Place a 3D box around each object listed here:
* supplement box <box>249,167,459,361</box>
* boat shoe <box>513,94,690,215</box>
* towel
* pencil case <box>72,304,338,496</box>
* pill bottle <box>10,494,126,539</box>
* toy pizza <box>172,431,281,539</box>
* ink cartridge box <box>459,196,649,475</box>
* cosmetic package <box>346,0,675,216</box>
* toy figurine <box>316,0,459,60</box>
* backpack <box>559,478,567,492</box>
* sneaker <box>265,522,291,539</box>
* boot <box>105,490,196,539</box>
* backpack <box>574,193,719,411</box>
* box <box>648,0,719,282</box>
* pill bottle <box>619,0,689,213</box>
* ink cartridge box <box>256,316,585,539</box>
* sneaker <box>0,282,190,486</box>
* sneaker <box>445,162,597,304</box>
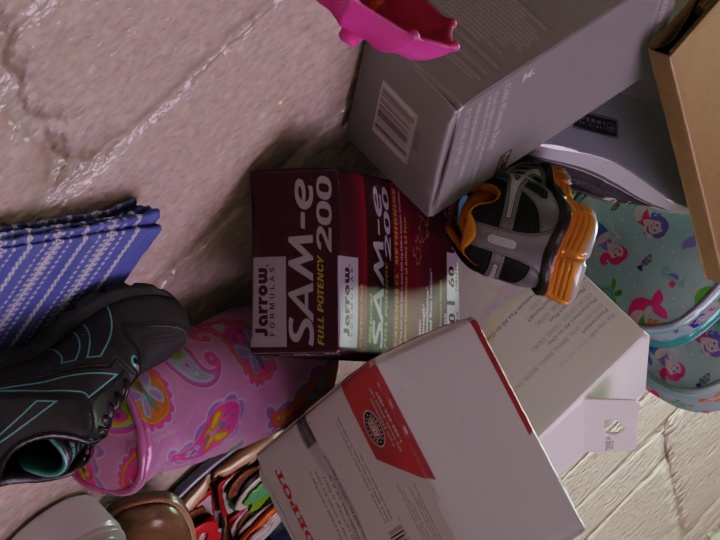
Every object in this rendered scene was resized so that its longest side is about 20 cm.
[{"bbox_3d":[0.000,0.000,1.386,0.200,0.060,0.110,6,82,-66],"label":"supplement box"},{"bbox_3d":[0.154,-0.077,1.502,0.199,0.070,0.066,13,159,-25],"label":"boat shoe"},{"bbox_3d":[-0.199,0.026,1.178,0.200,0.024,0.145,-11,144,-56],"label":"towel"},{"bbox_3d":[-0.100,0.074,1.382,0.199,0.087,0.088,-20,149,-49],"label":"pencil case"},{"bbox_3d":[-0.143,0.247,1.451,0.114,0.200,0.114,-38,160,-17],"label":"pill bottle"},{"bbox_3d":[-0.101,0.188,1.675,0.200,0.032,0.201,-39,159,-18],"label":"toy pizza"},{"bbox_3d":[0.105,0.057,1.581,0.125,0.200,0.129,-42,160,-10],"label":"ink cartridge box"},{"bbox_3d":[0.093,-0.132,1.358,0.199,0.090,0.107,-32,154,-27],"label":"cosmetic package"},{"bbox_3d":[0.053,-0.190,1.134,0.183,0.150,0.201,-31,136,-12],"label":"toy figurine"},{"bbox_3d":[0.047,0.179,1.734,0.151,0.177,0.200,-53,168,16],"label":"backpack"},{"bbox_3d":[-0.083,0.272,1.834,0.089,0.079,0.201,-16,138,-42],"label":"sneaker"},{"bbox_3d":[-0.146,0.228,1.566,0.073,0.076,0.201,-5,139,-13],"label":"boot"},{"bbox_3d":[0.245,0.002,1.736,0.178,0.200,0.151,-45,161,1],"label":"backpack"},{"bbox_3d":[0.254,-0.115,1.469,0.164,0.021,0.201,-48,138,-26],"label":"box"},{"bbox_3d":[0.231,-0.134,1.582,0.120,0.120,0.200,-40,160,-14],"label":"pill bottle"},{"bbox_3d":[0.031,0.135,1.384,0.083,0.147,0.200,-23,170,-29],"label":"ink cartridge box"},{"bbox_3d":[-0.158,0.070,1.199,0.199,0.079,0.076,-25,155,-43],"label":"sneaker"},{"bbox_3d":[0.088,-0.032,1.404,0.200,0.077,0.079,-139,-116,-79],"label":"sneaker"}]
